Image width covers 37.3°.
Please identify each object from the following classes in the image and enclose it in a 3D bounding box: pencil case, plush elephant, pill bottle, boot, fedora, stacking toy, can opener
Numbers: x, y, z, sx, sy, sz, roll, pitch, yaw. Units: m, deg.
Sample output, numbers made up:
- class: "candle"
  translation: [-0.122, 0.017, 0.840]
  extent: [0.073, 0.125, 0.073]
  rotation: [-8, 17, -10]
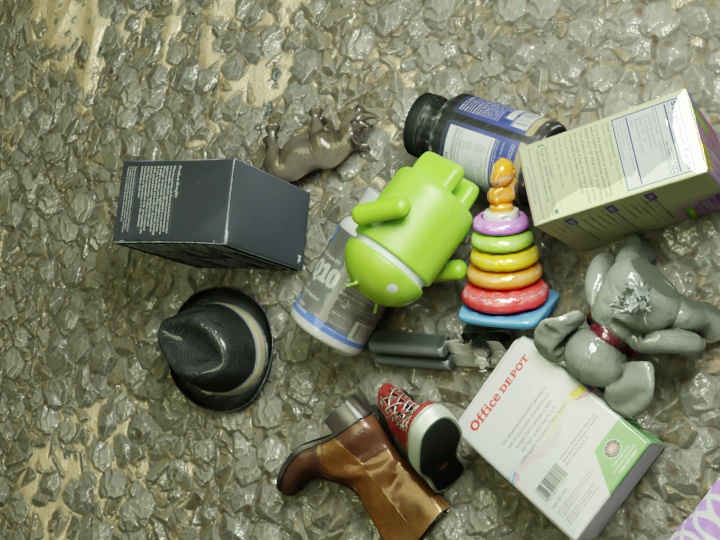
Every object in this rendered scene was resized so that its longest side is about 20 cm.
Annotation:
- class: "pencil case"
  translation: [0.388, 0.291, 1.171]
  extent: [0.201, 0.083, 0.086]
  rotation: [-53, 38, 10]
- class: "plush elephant"
  translation: [0.296, 0.071, 1.217]
  extent: [0.165, 0.199, 0.156]
  rotation: [46, 118, 20]
- class: "pill bottle"
  translation: [0.000, 0.000, 1.421]
  extent: [0.113, 0.113, 0.202]
  rotation: [34, 98, 29]
- class: "boot"
  translation: [0.059, 0.181, 1.312]
  extent: [0.072, 0.201, 0.145]
  rotation: [-35, 62, -10]
- class: "fedora"
  translation: [-0.224, 0.109, 1.540]
  extent: [0.198, 0.091, 0.204]
  rotation: [-6, 78, 28]
- class: "pill bottle"
  translation: [0.157, -0.160, 1.362]
  extent: [0.198, 0.111, 0.113]
  rotation: [24, 93, 31]
- class: "boot"
  translation: [-0.001, 0.297, 1.414]
  extent: [0.188, 0.068, 0.201]
  rotation: [-45, 75, 16]
- class: "stacking toy"
  translation: [0.172, -0.036, 1.288]
  extent: [0.108, 0.116, 0.203]
  rotation: [5, 112, 28]
- class: "can opener"
  translation: [0.107, 0.099, 1.388]
  extent: [0.197, 0.053, 0.067]
  rotation: [-3, 45, 28]

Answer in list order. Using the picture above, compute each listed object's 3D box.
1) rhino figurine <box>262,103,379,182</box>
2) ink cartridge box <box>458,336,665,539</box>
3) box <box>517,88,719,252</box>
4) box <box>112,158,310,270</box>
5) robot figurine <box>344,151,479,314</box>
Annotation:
- class: "rhino figurine"
  translation: [-0.058, -0.183, 1.519]
  extent: [0.197, 0.060, 0.089]
  rotation: [-17, 70, 25]
- class: "ink cartridge box"
  translation: [0.235, 0.198, 1.269]
  extent: [0.200, 0.084, 0.146]
  rotation: [41, 101, 29]
- class: "box"
  translation: [0.308, -0.108, 1.229]
  extent: [0.198, 0.175, 0.098]
  rotation: [-17, 73, 26]
- class: "box"
  translation: [-0.204, -0.076, 1.502]
  extent: [0.196, 0.199, 0.125]
  rotation: [3, 82, 29]
- class: "robot figurine"
  translation: [0.059, -0.043, 1.307]
  extent: [0.115, 0.175, 0.201]
  rotation: [32, 83, 42]
